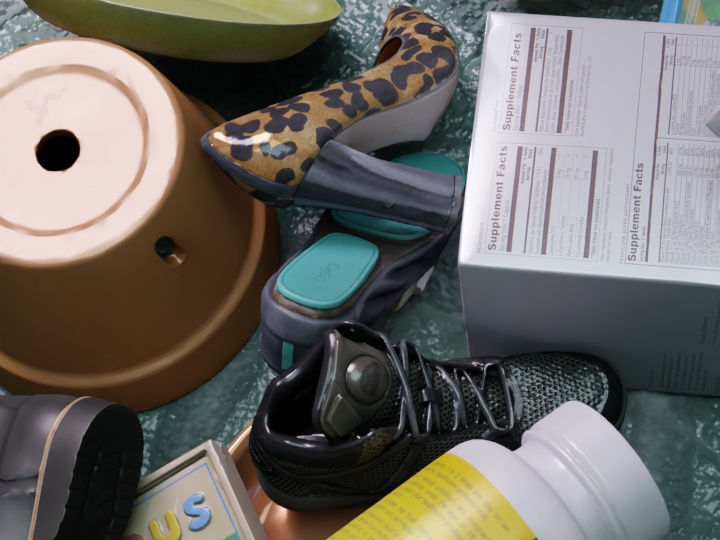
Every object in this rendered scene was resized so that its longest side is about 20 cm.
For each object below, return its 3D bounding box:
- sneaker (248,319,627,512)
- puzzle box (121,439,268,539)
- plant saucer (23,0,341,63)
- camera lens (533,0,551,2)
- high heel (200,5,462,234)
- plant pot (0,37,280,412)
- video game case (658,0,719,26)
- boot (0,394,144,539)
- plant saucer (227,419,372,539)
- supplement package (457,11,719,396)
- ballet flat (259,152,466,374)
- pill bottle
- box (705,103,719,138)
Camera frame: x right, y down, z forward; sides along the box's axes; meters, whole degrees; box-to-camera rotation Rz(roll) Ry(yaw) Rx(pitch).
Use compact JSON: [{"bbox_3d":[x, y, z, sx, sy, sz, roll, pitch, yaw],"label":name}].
[{"bbox_3d":[0.039,0.071,0.994,0.198,0.114,0.077,-6,67,2],"label":"sneaker"},{"bbox_3d":[-0.130,0.193,1.021,0.199,0.025,0.133,-32,65,9],"label":"puzzle box"},{"bbox_3d":[-0.111,-0.154,1.133,0.199,0.200,0.031,14,108,13],"label":"plant saucer"},{"bbox_3d":[0.149,-0.259,1.140,0.199,0.160,0.161,-22,65,-3],"label":"camera lens"},{"bbox_3d":[-0.018,-0.105,1.101,0.142,0.072,0.201,13,39,-13],"label":"high heel"},{"bbox_3d":[-0.152,-0.035,1.089,0.199,0.140,0.201,-3,67,6],"label":"plant pot"},{"bbox_3d":[0.266,-0.167,1.085,0.199,0.018,0.144,13,89,-21],"label":"video game case"},{"bbox_3d":[-0.201,0.156,1.015,0.138,0.077,0.201,9,70,32],"label":"boot"},{"bbox_3d":[0.009,0.152,1.042,0.199,0.037,0.201,-3,65,6],"label":"plant saucer"},{"bbox_3d":[0.160,-0.031,1.041,0.199,0.152,0.151,5,66,8],"label":"supplement package"},{"bbox_3d":[0.000,0.000,1.083,0.073,0.073,0.200,23,34,16],"label":"ballet flat"},{"bbox_3d":[0.046,0.151,0.933,0.200,0.111,0.111,-35,67,-14],"label":"pill bottle"},{"bbox_3d":[0.279,-0.055,0.953,0.200,0.036,0.144,42,60,-5],"label":"box"}]
